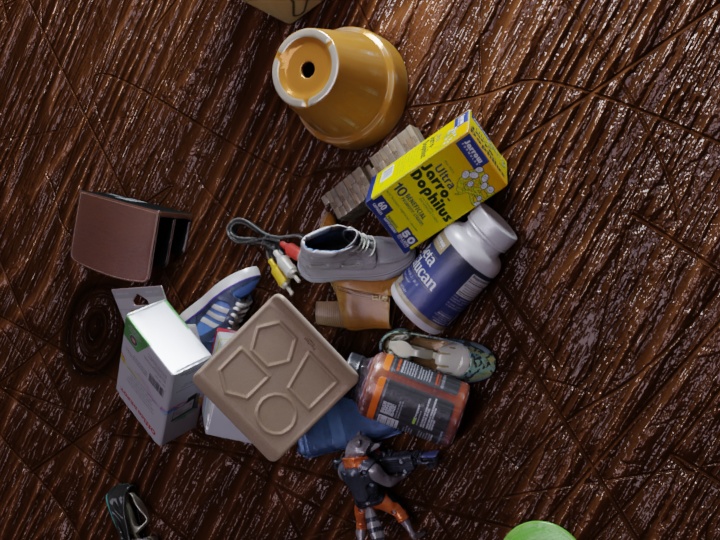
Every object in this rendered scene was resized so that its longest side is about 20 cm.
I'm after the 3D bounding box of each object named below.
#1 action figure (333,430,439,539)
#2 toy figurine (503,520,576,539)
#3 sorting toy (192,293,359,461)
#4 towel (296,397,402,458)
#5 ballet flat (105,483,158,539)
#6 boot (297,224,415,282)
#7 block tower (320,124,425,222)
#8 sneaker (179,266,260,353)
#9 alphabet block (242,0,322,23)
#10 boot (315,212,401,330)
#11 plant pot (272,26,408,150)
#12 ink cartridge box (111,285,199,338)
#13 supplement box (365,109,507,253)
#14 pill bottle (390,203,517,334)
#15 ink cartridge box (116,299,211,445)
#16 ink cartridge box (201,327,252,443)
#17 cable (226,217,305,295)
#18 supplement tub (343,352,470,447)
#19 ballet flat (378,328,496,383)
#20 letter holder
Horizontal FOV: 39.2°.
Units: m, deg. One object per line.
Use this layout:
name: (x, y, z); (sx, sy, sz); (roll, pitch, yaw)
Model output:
action figure: (0.037, 0.351, 1.621); (0.198, 0.104, 0.196); (-20, 95, 31)
toy figurine: (0.231, 0.481, 1.473); (0.149, 0.183, 0.203); (22, 98, 27)
sorting toy: (-0.129, 0.164, 1.549); (0.200, 0.036, 0.185); (-44, 95, 8)
towel: (-0.026, 0.242, 1.698); (0.198, 0.048, 0.113); (-19, 79, 26)
ballet flat: (-0.420, 0.493, 1.885); (0.068, 0.068, 0.202); (-25, 76, 15)
boot: (-0.002, -0.031, 1.622); (0.197, 0.096, 0.074); (-10, 64, -10)
block tower: (0.030, -0.156, 1.685); (0.199, 0.054, 0.058); (-36, 71, 22)
sneaker: (-0.227, 0.102, 1.800); (0.199, 0.080, 0.147); (-35, 80, 18)
alphabet block: (-0.136, -0.569, 1.712); (0.194, 0.199, 0.199); (-28, 75, 23)
boot: (0.000, 0.000, 1.695); (0.142, 0.071, 0.204); (-1, 78, 15)
plant pot: (-0.047, -0.312, 1.660); (0.198, 0.183, 0.203); (-1, 87, 28)
ink cartridge box: (-0.360, 0.108, 1.814); (0.199, 0.044, 0.179); (-3, 105, 51)
supplement box: (0.119, -0.138, 1.580); (0.199, 0.110, 0.109); (-34, 107, 20)
pill bottle: (0.149, -0.006, 1.582); (0.200, 0.111, 0.111); (-48, 68, 17)
ink cartridge box: (-0.337, 0.175, 1.716); (0.145, 0.083, 0.201); (46, 139, 25)
ink cartridge box: (-0.179, 0.192, 1.672); (0.143, 0.200, 0.147); (13, 93, -11)
cable: (-0.160, -0.049, 1.781); (0.199, 0.050, 0.098); (37, 103, 23)
supplement tub: (0.066, 0.195, 1.585); (0.198, 0.107, 0.108); (21, 97, 4)
ballet flat: (0.117, 0.138, 1.616); (0.198, 0.074, 0.075); (7, 91, 28)
letter holder: (-0.434, -0.059, 1.901); (0.198, 0.100, 0.144); (15, 96, 28)
